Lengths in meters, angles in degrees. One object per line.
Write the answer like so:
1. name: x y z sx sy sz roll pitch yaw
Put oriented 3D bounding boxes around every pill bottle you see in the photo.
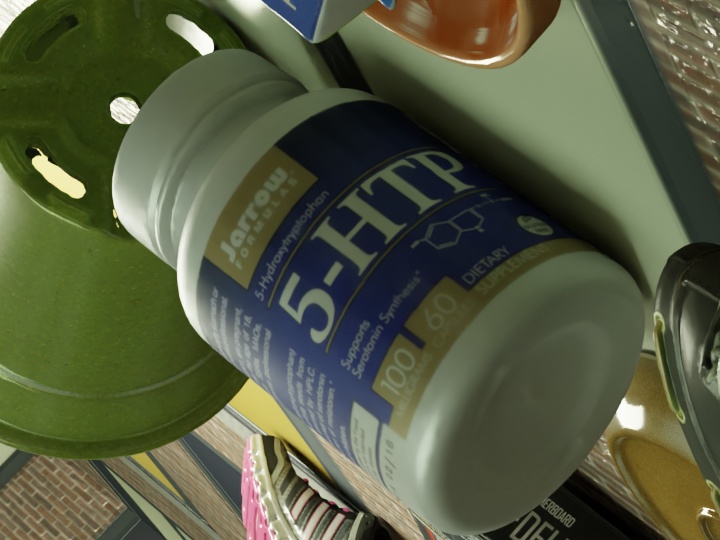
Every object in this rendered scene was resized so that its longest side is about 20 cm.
1. pill bottle: 0.000 0.000 1.019 0.200 0.120 0.120 36 166 32

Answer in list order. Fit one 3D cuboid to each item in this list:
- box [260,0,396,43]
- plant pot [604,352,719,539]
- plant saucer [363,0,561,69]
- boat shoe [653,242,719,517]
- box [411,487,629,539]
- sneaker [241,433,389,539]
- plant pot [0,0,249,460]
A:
1. box: -0.029 -0.147 0.663 0.122 0.048 0.200 42 152 13
2. plant pot: 0.168 0.112 1.070 0.200 0.027 0.200 42 167 12
3. plant saucer: -0.014 -0.143 0.789 0.200 0.032 0.200 42 167 12
4. boat shoe: 0.153 0.069 0.874 0.061 0.072 0.202 37 160 49
5. box: 0.112 0.167 1.354 0.200 0.050 0.158 37 167 28
6. sneaker: -0.027 0.195 1.923 0.074 0.087 0.200 95 155 -43
7. plant pot: -0.117 -0.039 1.199 0.200 0.200 0.190 43 155 7
